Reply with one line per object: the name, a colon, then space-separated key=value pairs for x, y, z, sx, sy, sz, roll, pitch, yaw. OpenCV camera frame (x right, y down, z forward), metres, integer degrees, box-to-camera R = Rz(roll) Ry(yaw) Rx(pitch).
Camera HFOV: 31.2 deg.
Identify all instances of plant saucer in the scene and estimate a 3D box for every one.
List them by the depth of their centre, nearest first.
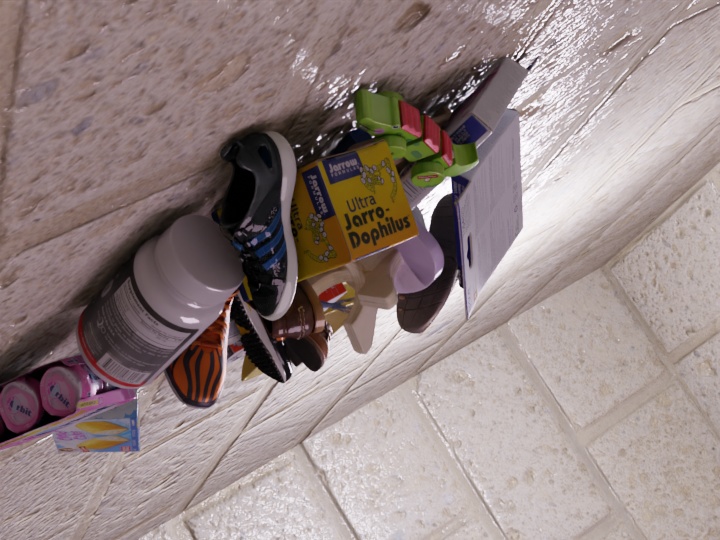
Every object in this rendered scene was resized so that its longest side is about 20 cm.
plant saucer: x=-0.096 y=0.093 z=2.158 sx=0.199 sy=0.049 sz=0.200 roll=-20 pitch=163 yaw=-49

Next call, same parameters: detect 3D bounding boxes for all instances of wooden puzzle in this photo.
wooden puzzle: x=-0.002 y=-0.124 z=1.549 sx=0.199 sy=0.047 sz=0.185 roll=-30 pitch=169 yaw=-42

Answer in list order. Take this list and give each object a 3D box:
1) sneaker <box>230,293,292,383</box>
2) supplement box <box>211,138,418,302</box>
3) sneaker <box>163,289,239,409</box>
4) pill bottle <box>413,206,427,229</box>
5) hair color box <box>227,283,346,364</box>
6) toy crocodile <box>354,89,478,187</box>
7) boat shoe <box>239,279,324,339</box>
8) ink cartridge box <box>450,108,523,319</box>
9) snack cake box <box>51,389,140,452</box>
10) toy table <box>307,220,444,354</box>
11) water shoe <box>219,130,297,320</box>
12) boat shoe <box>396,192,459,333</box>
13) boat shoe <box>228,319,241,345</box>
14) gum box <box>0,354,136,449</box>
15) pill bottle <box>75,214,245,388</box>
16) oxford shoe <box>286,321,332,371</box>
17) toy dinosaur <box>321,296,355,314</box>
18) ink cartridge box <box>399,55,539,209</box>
sneaker: x=-0.118 y=0.060 z=1.697 sx=0.090 sy=0.070 sz=0.201 roll=-44 pitch=132 yaw=-24
supplement box: x=-0.052 y=-0.051 z=1.399 sx=0.108 sy=0.111 sz=0.199 roll=-22 pitch=-179 yaw=-42
sneaker: x=-0.179 y=0.053 z=1.497 sx=0.077 sy=0.202 sz=0.112 roll=10 pitch=142 yaw=-20
pill bottle: x=0.045 y=-0.039 z=1.846 sx=0.110 sy=0.112 sz=0.200 roll=-33 pitch=168 yaw=-1
hair color box: x=-0.129 y=0.063 z=1.885 sx=0.199 sy=0.064 sz=0.111 roll=-30 pitch=175 yaw=-25
toy crocodile: x=0.060 y=-0.148 z=1.427 sx=0.061 sy=0.068 sz=0.199 roll=-18 pitch=151 yaw=32
boat shoe: x=-0.110 y=0.016 z=1.540 sx=0.069 sy=0.200 sz=0.071 roll=-13 pitch=120 yaw=-20
ink cartridge box: x=0.155 y=-0.075 z=1.668 sx=0.201 sy=0.040 sz=0.202 roll=-54 pitch=148 yaw=-40
snack cake box: x=-0.347 y=0.187 z=1.690 sx=0.113 sy=0.068 sz=0.200 roll=-2 pitch=161 yaw=-9
toy table: x=0.000 y=0.000 z=1.660 sx=0.199 sy=0.185 sz=0.117 roll=-7 pitch=-151 yaw=50
water shoe: x=-0.113 y=-0.042 z=1.323 sx=0.078 sy=0.203 sz=0.071 roll=-14 pitch=-156 yaw=-38
boat shoe: x=0.112 y=-0.004 z=1.741 sx=0.202 sy=0.075 sz=0.072 roll=-64 pitch=151 yaw=-7
boat shoe: x=-0.230 y=0.071 z=1.687 sx=0.199 sy=0.070 sz=0.072 roll=-18 pitch=138 yaw=-40
gum box: x=-0.367 y=0.152 z=1.490 sx=0.198 sy=0.067 sz=0.113 roll=-22 pitch=174 yaw=24
pill bottle: x=-0.218 y=0.033 z=1.410 sx=0.200 sy=0.115 sz=0.113 roll=-42 pitch=166 yaw=36
oxford shoe: x=-0.069 y=0.096 z=1.841 sx=0.071 sy=0.072 sz=0.200 roll=-34 pitch=-173 yaw=-10
toy dinosaur: x=-0.092 y=0.000 z=1.809 sx=0.182 sy=0.197 sz=0.106 roll=-52 pitch=149 yaw=-54
ink cartridge box: x=0.124 y=-0.176 z=1.613 sx=0.196 sy=0.043 sz=0.201 roll=-44 pitch=-171 yaw=42
